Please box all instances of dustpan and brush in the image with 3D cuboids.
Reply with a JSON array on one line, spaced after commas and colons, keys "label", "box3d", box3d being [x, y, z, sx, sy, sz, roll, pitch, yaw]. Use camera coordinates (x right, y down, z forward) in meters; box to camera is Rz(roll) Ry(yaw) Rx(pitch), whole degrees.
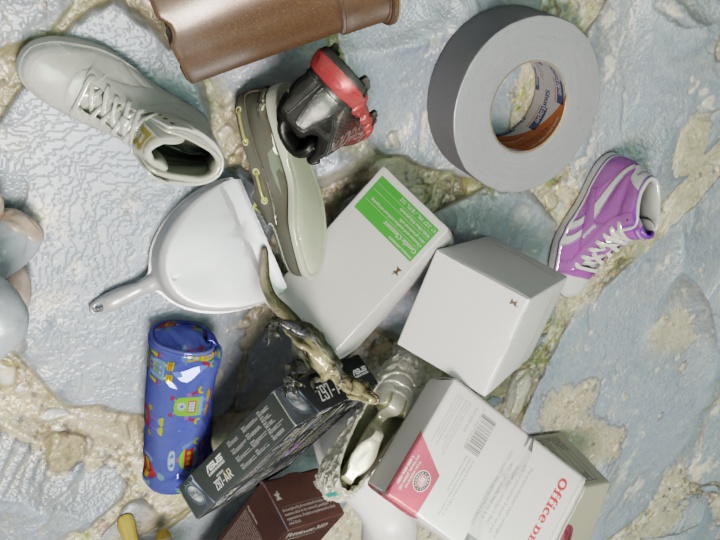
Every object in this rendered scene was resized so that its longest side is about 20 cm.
[{"label": "dustpan and brush", "box3d": [-0.195, 0.002, 0.902, 0.197, 0.057, 0.142, -27, 104, -13]}]

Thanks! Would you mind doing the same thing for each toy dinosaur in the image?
[{"label": "toy dinosaur", "box3d": [-0.062, 0.073, 0.864, 0.047, 0.088, 0.201, -36, 91, 27]}]

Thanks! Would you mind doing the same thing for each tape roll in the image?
[{"label": "tape roll", "box3d": [0.177, -0.196, 0.979, 0.197, 0.066, 0.204, -11, 119, -21]}]

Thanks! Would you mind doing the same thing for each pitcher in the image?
[{"label": "pitcher", "box3d": [0.019, 0.238, 1.095, 0.119, 0.172, 0.203, -14, 108, 19]}]

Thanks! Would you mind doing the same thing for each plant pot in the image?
[{"label": "plant pot", "box3d": [-0.093, -0.274, 0.739, 0.195, 0.201, 0.203, -24, 124, -4]}]

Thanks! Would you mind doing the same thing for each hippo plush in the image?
[{"label": "hippo plush", "box3d": [-0.376, 0.012, 0.750, 0.196, 0.161, 0.162, -13, 120, -20]}]

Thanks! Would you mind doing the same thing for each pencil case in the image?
[{"label": "pencil case", "box3d": [-0.201, 0.156, 0.961, 0.085, 0.078, 0.204, 0, 115, -18]}]

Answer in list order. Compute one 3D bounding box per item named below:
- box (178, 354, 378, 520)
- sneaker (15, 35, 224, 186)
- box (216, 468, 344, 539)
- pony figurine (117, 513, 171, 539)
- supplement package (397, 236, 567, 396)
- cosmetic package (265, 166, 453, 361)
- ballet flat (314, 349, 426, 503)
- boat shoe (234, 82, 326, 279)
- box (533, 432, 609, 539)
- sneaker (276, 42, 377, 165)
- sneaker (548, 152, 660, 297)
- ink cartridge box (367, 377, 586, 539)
[{"label": "box", "box3d": [-0.090, 0.184, 0.948, 0.200, 0.044, 0.159, -46, 163, 31]}, {"label": "sneaker", "box3d": [-0.214, -0.145, 0.781, 0.198, 0.116, 0.074, 22, 107, -31]}, {"label": "box", "box3d": [-0.117, 0.339, 1.053, 0.099, 0.075, 0.201, 0, 133, -47]}, {"label": "pony figurine", "box3d": [-0.237, 0.415, 1.001, 0.164, 0.200, 0.197, -8, 119, -23]}, {"label": "supplement package", "box3d": [0.147, 0.044, 0.996, 0.199, 0.119, 0.123, -14, 130, -65]}, {"label": "cosmetic package", "box3d": [0.000, 0.000, 0.952, 0.200, 0.107, 0.085, -48, 167, 1]}, {"label": "ballet flat", "box3d": [0.023, 0.179, 0.974, 0.072, 0.071, 0.202, 47, 67, -36]}, {"label": "boat shoe", "box3d": [-0.083, -0.089, 0.886, 0.059, 0.072, 0.206, -3, 108, 24]}, {"label": "box", "box3d": [0.236, 0.324, 1.235, 0.196, 0.128, 0.111, -1, 116, -25]}, {"label": "sneaker", "box3d": [-0.036, -0.150, 0.838, 0.098, 0.200, 0.071, -44, 85, 2]}, {"label": "sneaker", "box3d": [0.317, -0.041, 1.098, 0.071, 0.114, 0.204, 6, 113, -30]}, {"label": "ink cartridge box", "box3d": [0.129, 0.234, 0.938, 0.199, 0.085, 0.147, 37, 76, -9]}]
